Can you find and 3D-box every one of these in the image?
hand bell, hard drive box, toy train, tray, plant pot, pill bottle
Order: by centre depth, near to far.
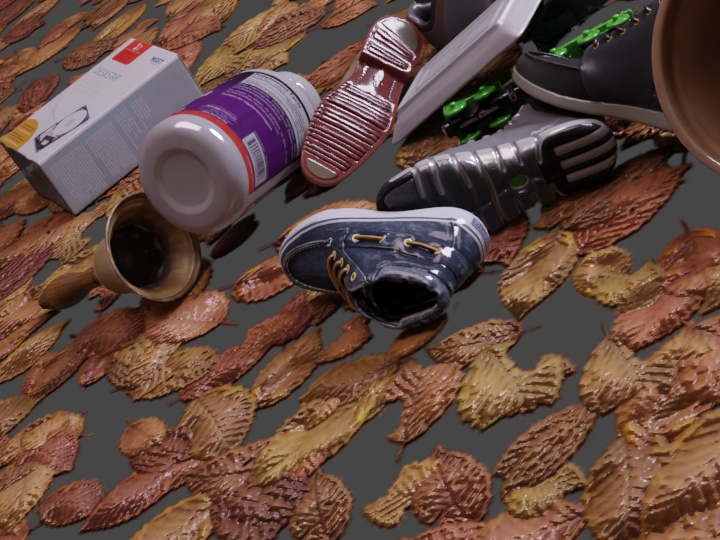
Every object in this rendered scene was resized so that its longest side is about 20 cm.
[{"bbox_3d":[0.314,-0.154,1.226,0.200,0.202,0.093,-16,-9,30],"label":"plant pot"},{"bbox_3d":[0.160,-0.172,1.532,0.199,0.042,0.056,-28,17,11],"label":"toy train"},{"bbox_3d":[0.095,-0.197,1.579,0.200,0.022,0.108,-38,18,47],"label":"tray"},{"bbox_3d":[-0.114,-0.119,1.633,0.112,0.113,0.200,-14,16,33],"label":"pill bottle"},{"bbox_3d":[-0.251,0.006,1.661,0.200,0.104,0.104,-24,25,45],"label":"hand bell"},{"bbox_3d":[-0.290,-0.165,1.970,0.200,0.077,0.156,-40,28,-14],"label":"hard drive box"}]

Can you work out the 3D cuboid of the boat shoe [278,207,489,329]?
[{"bbox_3d":[0.000,0.000,1.380,0.199,0.071,0.091,-7,32,37],"label":"boat shoe"}]

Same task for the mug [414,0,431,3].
[{"bbox_3d":[0.110,-0.331,1.765,0.151,0.115,0.185,-28,27,12],"label":"mug"}]

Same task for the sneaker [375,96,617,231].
[{"bbox_3d":[0.112,-0.089,1.423,0.199,0.075,0.116,-15,26,13],"label":"sneaker"}]

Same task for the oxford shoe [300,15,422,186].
[{"bbox_3d":[-0.001,-0.149,1.663,0.200,0.070,0.075,-58,0,-28],"label":"oxford shoe"}]

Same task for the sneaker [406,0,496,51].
[{"bbox_3d":[0.104,-0.274,1.631,0.200,0.082,0.077,-48,14,46],"label":"sneaker"}]

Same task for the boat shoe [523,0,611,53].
[{"bbox_3d":[0.179,-0.266,1.635,0.093,0.075,0.200,-44,13,16],"label":"boat shoe"}]

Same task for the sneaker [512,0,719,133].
[{"bbox_3d":[0.211,-0.174,1.359,0.199,0.107,0.075,17,19,37],"label":"sneaker"}]
